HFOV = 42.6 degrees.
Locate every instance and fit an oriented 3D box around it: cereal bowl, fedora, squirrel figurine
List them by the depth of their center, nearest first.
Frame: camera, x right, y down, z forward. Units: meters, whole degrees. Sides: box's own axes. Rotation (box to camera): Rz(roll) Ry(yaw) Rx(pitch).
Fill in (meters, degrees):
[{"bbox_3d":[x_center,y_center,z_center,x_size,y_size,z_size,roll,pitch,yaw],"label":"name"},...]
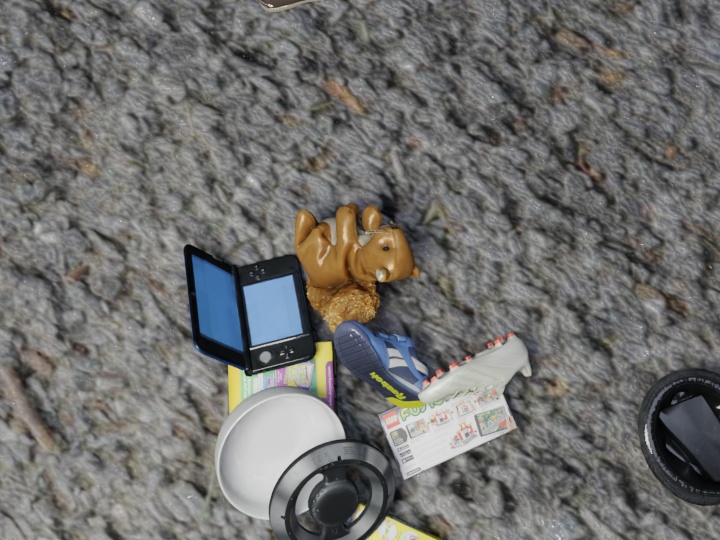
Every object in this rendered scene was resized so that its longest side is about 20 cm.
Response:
[{"bbox_3d":[-0.123,0.261,1.376,0.196,0.083,0.204,-5,108,-16],"label":"cereal bowl"},{"bbox_3d":[0.508,0.253,1.412,0.196,0.092,0.205,-1,81,3],"label":"fedora"},{"bbox_3d":[0.000,0.000,1.435,0.184,0.140,0.204,16,100,36],"label":"squirrel figurine"}]

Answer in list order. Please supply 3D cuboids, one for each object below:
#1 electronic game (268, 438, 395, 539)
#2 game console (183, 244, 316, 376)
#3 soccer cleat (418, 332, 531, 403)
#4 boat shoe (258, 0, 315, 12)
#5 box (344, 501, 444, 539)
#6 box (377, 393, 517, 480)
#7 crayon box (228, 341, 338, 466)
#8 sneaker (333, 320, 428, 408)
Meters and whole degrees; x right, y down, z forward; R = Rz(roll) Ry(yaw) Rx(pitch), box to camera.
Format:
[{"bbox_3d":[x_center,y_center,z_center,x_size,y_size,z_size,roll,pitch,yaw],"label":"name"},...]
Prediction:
[{"bbox_3d":[-0.040,0.337,1.360,0.196,0.042,0.204,-9,116,-18],"label":"electronic game"},{"bbox_3d":[-0.172,0.047,1.437,0.167,0.119,0.203,-14,56,0],"label":"game console"},{"bbox_3d":[0.180,0.165,1.412,0.197,0.069,0.079,-24,84,-23],"label":"soccer cleat"},{"bbox_3d":[-0.085,-0.503,1.581,0.196,0.060,0.073,-18,80,0],"label":"boat shoe"},{"bbox_3d":[0.042,0.444,1.433,0.197,0.048,0.119,24,83,4],"label":"box"},{"bbox_3d":[0.137,0.239,1.464,0.197,0.035,0.112,-23,80,-1],"label":"box"},{"bbox_3d":[-0.122,0.220,1.471,0.169,0.058,0.205,-3,82,4],"label":"crayon box"},{"bbox_3d":[0.034,0.130,1.413,0.073,0.200,0.083,-15,42,40],"label":"sneaker"}]
